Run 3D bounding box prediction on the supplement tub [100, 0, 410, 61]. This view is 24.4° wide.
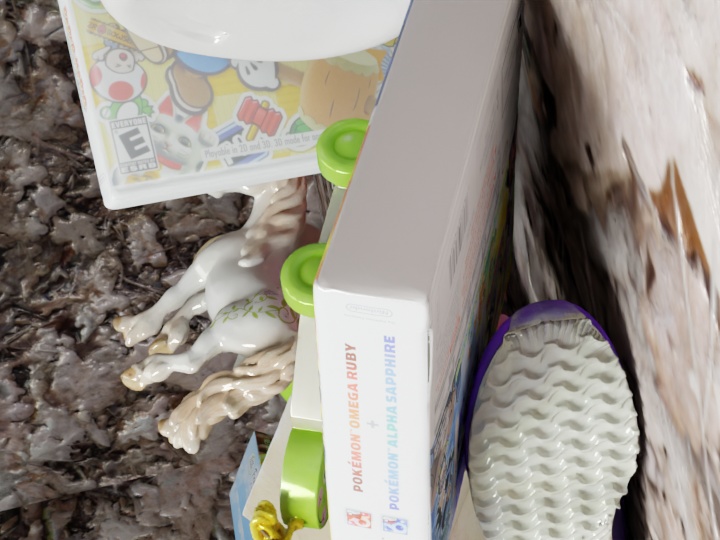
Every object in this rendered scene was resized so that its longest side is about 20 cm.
[{"bbox_3d":[-0.040,-0.204,0.715,0.145,0.144,0.201,92,177,-78],"label":"supplement tub"}]

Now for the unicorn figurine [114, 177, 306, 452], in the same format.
[{"bbox_3d":[-0.075,0.010,0.939,0.074,0.137,0.200,43,-166,-50],"label":"unicorn figurine"}]

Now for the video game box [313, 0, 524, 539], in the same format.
[{"bbox_3d":[0.028,0.002,0.660,0.183,0.047,0.200,85,-163,-44],"label":"video game box"}]

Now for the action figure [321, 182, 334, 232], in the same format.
[{"bbox_3d":[0.014,-0.016,1.131,0.119,0.102,0.201,-30,-74,-81],"label":"action figure"}]

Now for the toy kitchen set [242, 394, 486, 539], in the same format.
[{"bbox_3d":[0.055,0.150,0.867,0.163,0.180,0.201,17,84,56],"label":"toy kitchen set"}]

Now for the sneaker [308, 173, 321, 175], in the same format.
[{"bbox_3d":[0.024,-0.112,0.879,0.060,0.104,0.200,38,-119,-39],"label":"sneaker"}]

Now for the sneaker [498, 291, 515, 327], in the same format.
[{"bbox_3d":[0.060,0.027,0.913,0.095,0.079,0.201,-4,-104,-66],"label":"sneaker"}]

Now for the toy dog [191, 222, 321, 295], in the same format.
[{"bbox_3d":[0.000,0.000,1.019,0.132,0.199,0.097,21,-96,-83],"label":"toy dog"}]

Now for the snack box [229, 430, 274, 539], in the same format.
[{"bbox_3d":[0.010,0.206,1.234,0.169,0.199,0.068,-113,44,-67],"label":"snack box"}]

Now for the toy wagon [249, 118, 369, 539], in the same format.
[{"bbox_3d":[-0.006,0.038,0.735,0.155,0.039,0.200,83,-164,-53],"label":"toy wagon"}]

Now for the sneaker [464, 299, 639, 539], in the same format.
[{"bbox_3d":[0.076,0.083,0.710,0.100,0.069,0.201,-104,3,-56],"label":"sneaker"}]

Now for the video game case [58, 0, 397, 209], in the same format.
[{"bbox_3d":[-0.043,-0.134,0.789,0.023,0.199,0.183,150,107,-69],"label":"video game case"}]

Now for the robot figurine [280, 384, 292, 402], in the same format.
[{"bbox_3d":[-0.002,0.071,1.240,0.200,0.116,0.175,51,-149,-6],"label":"robot figurine"}]
